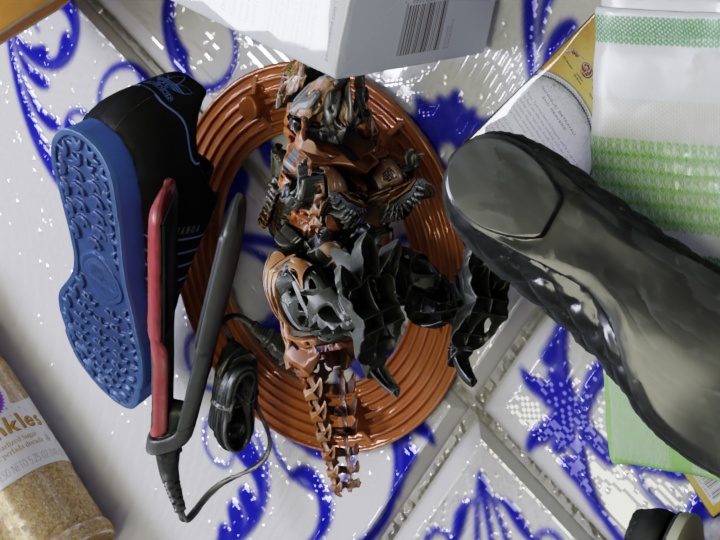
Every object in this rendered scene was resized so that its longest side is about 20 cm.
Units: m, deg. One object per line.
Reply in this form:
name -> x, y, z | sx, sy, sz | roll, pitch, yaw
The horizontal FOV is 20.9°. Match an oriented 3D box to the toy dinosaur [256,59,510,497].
toy dinosaur -> 0.000, 0.000, 0.910 | 0.135, 0.102, 0.201 | 17, 131, 51

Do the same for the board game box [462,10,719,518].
board game box -> 0.145, -0.015, 0.825 | 0.135, 0.034, 0.201 | -43, 73, 38

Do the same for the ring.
ring -> -0.027, -0.004, 0.984 | 0.199, 0.019, 0.202 | 11, 108, 37

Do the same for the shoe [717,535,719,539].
shoe -> 0.159, 0.199, 0.849 | 0.053, 0.070, 0.202 | 19, 111, 23

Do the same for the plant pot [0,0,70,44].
plant pot -> -0.212, -0.208, 0.986 | 0.199, 0.200, 0.184 | -23, 102, 41

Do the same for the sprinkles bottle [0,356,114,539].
sprinkles bottle -> -0.222, 0.090, 1.138 | 0.201, 0.068, 0.068 | 54, 129, 15

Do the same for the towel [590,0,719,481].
towel -> 0.160, -0.010, 0.778 | 0.148, 0.031, 0.202 | 9, 109, 40

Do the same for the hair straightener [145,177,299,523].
hair straightener -> -0.070, 0.049, 0.970 | 0.076, 0.041, 0.201 | 9, 123, 3

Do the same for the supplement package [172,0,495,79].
supplement package -> -0.039, -0.178, 0.886 | 0.199, 0.113, 0.110 | 29, 117, 33

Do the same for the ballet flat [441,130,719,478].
ballet flat -> 0.114, 0.013, 0.784 | 0.200, 0.057, 0.067 | 45, 101, 16

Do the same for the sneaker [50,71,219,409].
sneaker -> -0.108, -0.012, 0.999 | 0.070, 0.078, 0.201 | 37, 145, 25

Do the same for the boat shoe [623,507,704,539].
boat shoe -> 0.111, 0.193, 0.882 | 0.063, 0.074, 0.203 | 22, 119, 25
